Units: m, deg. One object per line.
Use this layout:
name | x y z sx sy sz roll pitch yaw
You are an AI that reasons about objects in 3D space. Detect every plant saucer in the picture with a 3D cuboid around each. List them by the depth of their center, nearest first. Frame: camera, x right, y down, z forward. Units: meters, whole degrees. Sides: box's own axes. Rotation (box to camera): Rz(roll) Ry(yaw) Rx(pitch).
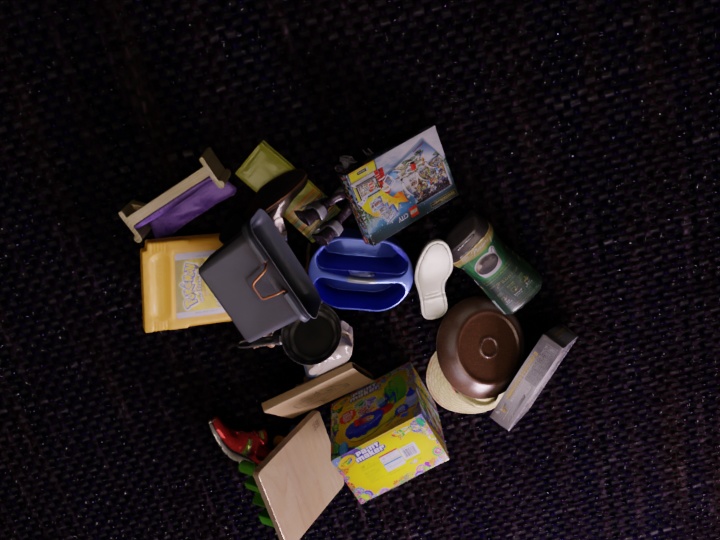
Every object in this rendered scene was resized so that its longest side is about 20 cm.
plant saucer | 0.246 0.151 1.339 0.197 0.037 0.205 2 83 -16

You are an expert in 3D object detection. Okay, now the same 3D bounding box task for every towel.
towel | -0.133 -0.144 1.269 0.199 0.018 0.086 41 104 -16

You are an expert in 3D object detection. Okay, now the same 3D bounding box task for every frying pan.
frying pan | -0.119 0.134 1.229 0.188 0.031 0.116 -31 68 0

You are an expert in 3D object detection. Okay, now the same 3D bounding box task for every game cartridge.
game cartridge | -0.309 0.021 1.278 0.197 0.032 0.179 -8 115 -28

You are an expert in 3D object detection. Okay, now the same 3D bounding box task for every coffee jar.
coffee jar | 0.246 -0.017 1.297 0.200 0.086 0.104 42 106 -17

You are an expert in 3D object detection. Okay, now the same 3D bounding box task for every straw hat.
straw hat | 0.237 0.235 1.397 0.197 0.085 0.205 -1 112 -2

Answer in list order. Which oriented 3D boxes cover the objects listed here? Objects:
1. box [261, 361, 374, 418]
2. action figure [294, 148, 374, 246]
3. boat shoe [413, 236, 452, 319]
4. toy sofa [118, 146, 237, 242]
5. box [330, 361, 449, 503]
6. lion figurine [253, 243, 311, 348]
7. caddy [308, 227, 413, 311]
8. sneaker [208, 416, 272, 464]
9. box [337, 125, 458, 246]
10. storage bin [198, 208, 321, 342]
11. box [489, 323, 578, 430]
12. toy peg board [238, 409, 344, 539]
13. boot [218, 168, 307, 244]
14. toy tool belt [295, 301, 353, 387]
box | -0.081 0.242 1.362 0.197 0.164 0.022 -25 69 8
action figure | -0.018 -0.137 1.234 0.199 0.069 0.131 -39 113 -14
boat shoe | 0.134 0.003 1.285 0.073 0.067 0.201 -13 135 -1
toy sofa | -0.326 -0.125 1.233 0.198 0.083 0.098 -31 109 10
box | 0.052 0.320 1.366 0.198 0.193 0.123 -29 111 9
lion figurine | -0.150 0.047 1.287 0.072 0.123 0.201 29 107 -13
caddy | 0.000 0.000 1.282 0.196 0.105 0.144 4 113 -4
sneaker | -0.239 0.362 1.445 0.085 0.077 0.200 -45 115 -2
box | 0.070 -0.153 1.217 0.198 0.038 0.138 -31 113 -19
storage bin | -0.179 0.023 1.172 0.133 0.146 0.201 -31 104 13
box | 0.346 0.208 1.353 0.048 0.158 0.202 35 110 21
toy peg board | -0.151 0.427 1.428 0.097 0.199 0.203 3 119 38
boot | -0.159 -0.096 1.257 0.199 0.075 0.097 -39 132 4
toy tool belt | -0.085 0.147 1.334 0.123 0.125 0.201 -13 157 -24
